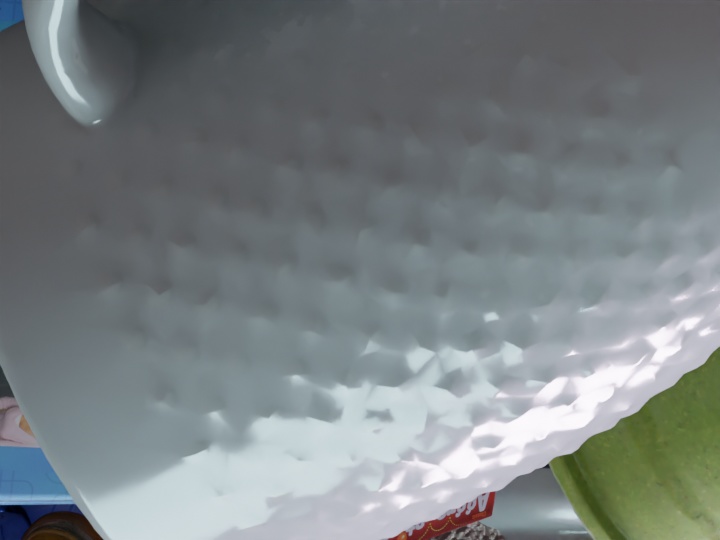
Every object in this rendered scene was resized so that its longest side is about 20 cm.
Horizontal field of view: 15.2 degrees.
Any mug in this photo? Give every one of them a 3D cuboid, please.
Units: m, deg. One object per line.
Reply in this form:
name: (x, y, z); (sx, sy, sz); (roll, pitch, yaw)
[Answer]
mug: (0.004, -0.035, 0.613); (0.175, 0.148, 0.200); (-24, 137, 14)

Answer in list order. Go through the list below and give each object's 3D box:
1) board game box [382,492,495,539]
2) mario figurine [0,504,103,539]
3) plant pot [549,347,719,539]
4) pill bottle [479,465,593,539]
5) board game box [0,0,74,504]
board game box: (-0.067, 0.050, 0.850); (0.199, 0.020, 0.103); (18, -162, 35)
mario figurine: (-0.089, 0.069, 0.898); (0.106, 0.124, 0.200); (-45, 173, 13)
plant pot: (0.193, 0.017, 1.005); (0.200, 0.201, 0.184); (4, 161, -35)
pill bottle: (0.097, 0.052, 1.149); (0.110, 0.201, 0.111); (0, 174, 0)
board game box: (-0.100, -0.012, 0.732); (0.199, 0.153, 0.045); (2, -159, -20)
